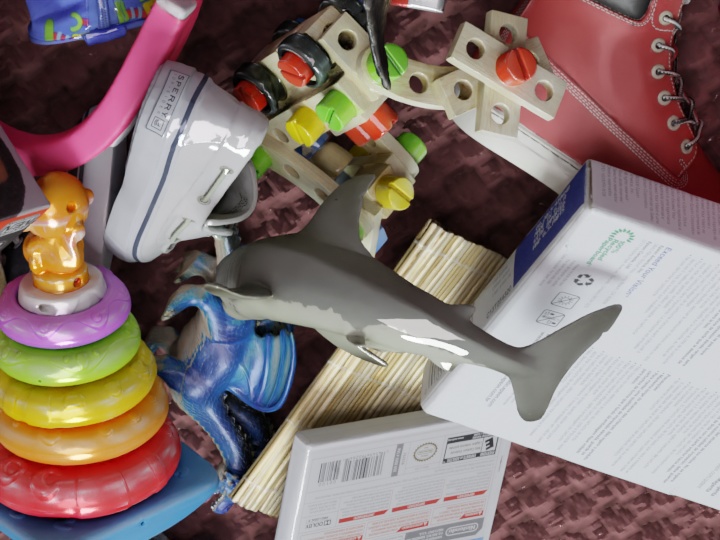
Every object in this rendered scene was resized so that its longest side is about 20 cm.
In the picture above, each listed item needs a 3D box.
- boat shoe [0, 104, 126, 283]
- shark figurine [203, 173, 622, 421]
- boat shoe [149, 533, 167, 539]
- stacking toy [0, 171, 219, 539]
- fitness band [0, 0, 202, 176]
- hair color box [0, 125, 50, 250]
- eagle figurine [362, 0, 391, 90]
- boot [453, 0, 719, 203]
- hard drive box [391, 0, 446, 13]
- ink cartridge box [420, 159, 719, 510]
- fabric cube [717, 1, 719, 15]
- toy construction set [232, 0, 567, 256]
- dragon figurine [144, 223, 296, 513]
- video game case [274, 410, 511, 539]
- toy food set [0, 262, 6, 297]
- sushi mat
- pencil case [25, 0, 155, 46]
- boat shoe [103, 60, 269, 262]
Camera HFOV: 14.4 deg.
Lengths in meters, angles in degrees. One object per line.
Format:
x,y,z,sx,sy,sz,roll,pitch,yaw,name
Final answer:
-0.171,-0.002,1.546,0.067,0.072,0.201,13,121,-2,boat shoe
0.012,0.002,1.411,0.214,0.128,0.090,16,83,23,shark figurine
-0.103,0.188,1.616,0.200,0.074,0.067,42,94,-22,boat shoe
-0.151,0.038,1.468,0.116,0.110,0.201,-24,125,-30,stacking toy
-0.158,-0.135,1.412,0.143,0.037,0.200,35,125,0,fitness band
-0.247,-0.090,1.385,0.061,0.101,0.200,-37,83,32,hair color box
0.004,-0.209,1.323,0.152,0.151,0.200,-41,95,9,eagle figurine
0.164,-0.090,1.478,0.200,0.072,0.145,32,112,-7,boot
-0.015,-0.245,1.415,0.155,0.077,0.201,9,116,1,hard drive box
0.161,0.039,1.494,0.199,0.043,0.197,18,139,-17,ink cartridge box
0.281,-0.175,1.356,0.195,0.200,0.200,7,116,0,fabric cube
0.007,-0.077,1.442,0.131,0.092,0.200,46,142,-10,toy construction set
-0.063,0.039,1.558,0.099,0.059,0.201,21,118,-7,dragon figurine
0.009,0.170,1.593,0.143,0.018,0.201,-8,121,-34,video game case
-0.268,0.041,1.474,0.197,0.049,0.200,-29,147,-6,toy food set
0.016,0.065,1.559,0.095,0.012,0.200,21,112,-40,sushi mat
-0.155,-0.209,1.437,0.078,0.087,0.201,-15,114,0,pencil case
-0.086,-0.040,1.449,0.067,0.200,0.074,24,74,0,boat shoe
